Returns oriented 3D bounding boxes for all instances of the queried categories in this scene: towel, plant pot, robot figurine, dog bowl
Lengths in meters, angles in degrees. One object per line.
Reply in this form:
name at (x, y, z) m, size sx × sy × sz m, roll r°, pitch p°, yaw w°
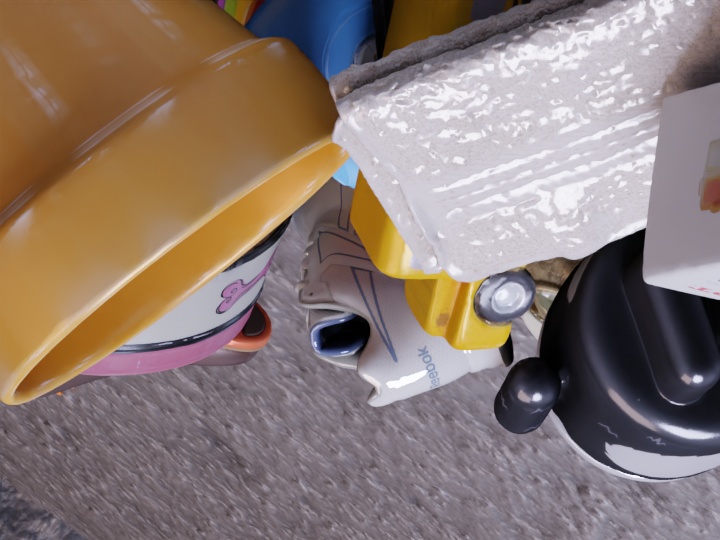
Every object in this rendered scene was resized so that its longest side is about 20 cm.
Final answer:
towel at (0.096, -0.066, 1.202) m, size 0.133 × 0.199 × 0.035 m, roll 54°, pitch -160°, yaw -44°
plant pot at (-0.131, -0.073, 1.260) m, size 0.183 × 0.200 × 0.200 m, roll 53°, pitch 164°, yaw 4°
robot figurine at (0.154, 0.037, 1.377) m, size 0.150 × 0.125 × 0.200 m, roll 22°, pitch 165°, yaw -2°
dog bowl at (-0.135, -0.019, 1.477) m, size 0.200 × 0.200 × 0.074 m, roll 27°, pitch 126°, yaw 28°

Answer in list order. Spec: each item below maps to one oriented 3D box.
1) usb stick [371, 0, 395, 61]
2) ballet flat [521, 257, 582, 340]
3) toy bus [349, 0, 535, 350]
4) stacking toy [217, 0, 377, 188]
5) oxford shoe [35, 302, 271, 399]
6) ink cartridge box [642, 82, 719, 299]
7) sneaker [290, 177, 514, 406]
usb stick at (0.035, -0.090, 1.322) m, size 0.033 × 0.055 × 0.200 m, roll -125°, pitch 23°, yaw -49°
ballet flat at (0.154, 0.045, 1.544) m, size 0.200 × 0.065 × 0.071 m, roll 31°, pitch 163°, yaw 15°
toy bus at (0.047, -0.061, 1.283) m, size 0.065 × 0.078 × 0.200 m, roll -119°, pitch 34°, yaw -50°
stacking toy at (-0.031, -0.128, 1.421) m, size 0.116 × 0.110 × 0.200 m, roll 47°, pitch 175°, yaw -30°
oxford shoe at (-0.148, 0.031, 1.535) m, size 0.199 × 0.071 × 0.073 m, roll 9°, pitch 122°, yaw 2°
ink cartridge box at (0.219, -0.027, 1.103) m, size 0.145 × 0.084 × 0.200 m, roll 12°, pitch 172°, yaw -20°
sneaker at (0.000, 0.000, 1.435) m, size 0.200 × 0.087 × 0.075 m, roll 45°, pitch 158°, yaw 56°
